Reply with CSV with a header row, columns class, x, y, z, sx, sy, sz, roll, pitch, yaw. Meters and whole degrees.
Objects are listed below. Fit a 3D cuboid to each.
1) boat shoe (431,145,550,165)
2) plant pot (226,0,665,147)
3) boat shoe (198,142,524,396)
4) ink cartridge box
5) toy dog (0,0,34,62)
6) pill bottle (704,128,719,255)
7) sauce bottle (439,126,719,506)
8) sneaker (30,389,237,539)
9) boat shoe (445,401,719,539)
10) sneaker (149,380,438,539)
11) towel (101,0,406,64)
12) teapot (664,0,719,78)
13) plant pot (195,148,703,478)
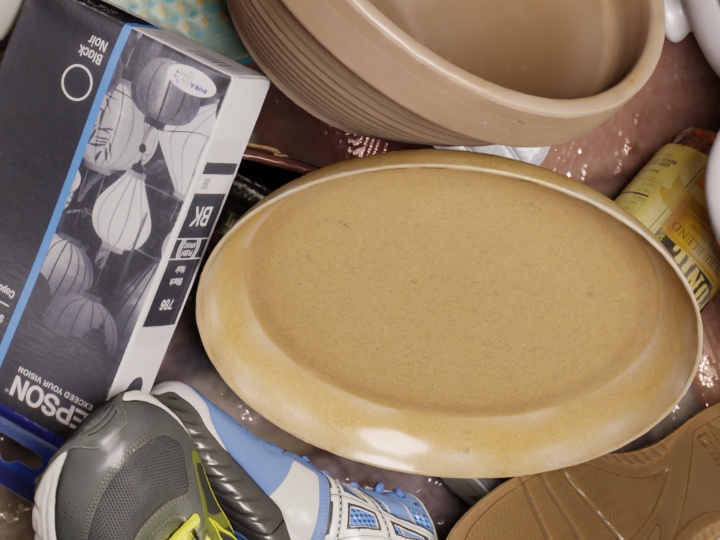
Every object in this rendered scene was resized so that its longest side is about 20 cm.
class,x,y,z,sx,sy,sz,roll,pitch,yaw
boat shoe,0.021,-0.129,1.070,0.072,0.071,0.201,-31,94,-2
plant pot,0.012,-0.117,0.940,0.200,0.093,0.202,25,43,-26
boat shoe,0.000,0.000,1.027,0.199,0.070,0.071,20,77,-4
ink cartridge box,-0.116,-0.003,0.960,0.099,0.039,0.201,25,102,20
toy dog,-0.204,-0.071,0.966,0.096,0.132,0.200,32,64,16
pill bottle,0.220,0.004,1.073,0.112,0.200,0.114,-8,60,14
sauce bottle,0.108,0.024,1.099,0.066,0.066,0.200,44,73,-13
sneaker,-0.063,0.125,0.961,0.074,0.084,0.200,-45,143,-23
boat shoe,0.112,0.116,1.076,0.199,0.065,0.072,-16,69,-33
sneaker,-0.020,0.116,1.044,0.200,0.076,0.077,47,54,-15
towel,-0.056,-0.182,1.001,0.146,0.022,0.201,-13,92,-20
teapot,0.201,-0.144,1.105,0.145,0.197,0.201,-18,68,13
plant pot,0.035,0.015,0.968,0.199,0.200,0.028,22,50,-19
